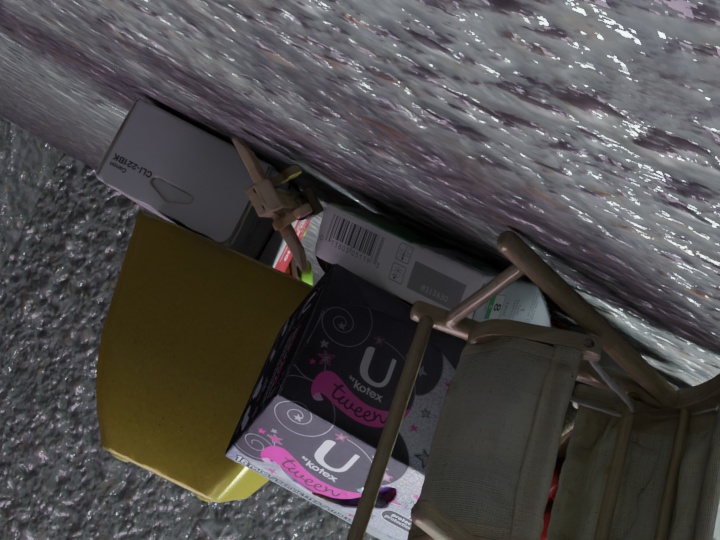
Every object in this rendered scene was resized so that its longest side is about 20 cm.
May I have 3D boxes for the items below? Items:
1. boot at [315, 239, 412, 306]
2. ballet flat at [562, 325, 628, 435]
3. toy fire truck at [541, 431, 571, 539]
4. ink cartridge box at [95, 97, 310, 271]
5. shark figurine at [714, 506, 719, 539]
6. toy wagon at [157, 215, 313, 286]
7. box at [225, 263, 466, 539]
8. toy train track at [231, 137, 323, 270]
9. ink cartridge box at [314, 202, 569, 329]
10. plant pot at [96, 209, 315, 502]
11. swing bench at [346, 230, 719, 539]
[{"bbox_3d":[0.000,0.000,1.198,0.096,0.075,0.199,16,174,39],"label":"boot"},{"bbox_3d":[0.135,0.098,0.978,0.067,0.046,0.200,45,-136,10],"label":"ballet flat"},{"bbox_3d":[0.187,0.182,1.063,0.128,0.177,0.201,6,-140,-47],"label":"toy fire truck"},{"bbox_3d":[-0.138,-0.072,1.254,0.143,0.084,0.200,27,178,12],"label":"ink cartridge box"},{"bbox_3d":[0.340,0.171,1.301,0.089,0.129,0.215,-5,137,35],"label":"shark figurine"},{"bbox_3d":[-0.125,0.001,1.359,0.153,0.202,0.040,-5,149,-7],"label":"toy wagon"},{"bbox_3d":[0.024,0.113,1.002,0.199,0.133,0.115,29,141,-8],"label":"box"},{"bbox_3d":[-0.052,-0.059,1.087,0.115,0.032,0.200,62,-172,2],"label":"toy train track"},{"bbox_3d":[0.083,0.003,1.075,0.160,0.051,0.199,26,-168,36],"label":"ink cartridge box"},{"bbox_3d":[-0.124,0.089,1.183,0.194,0.202,0.194,24,177,11],"label":"plant pot"},{"bbox_3d":[0.115,0.123,0.835,0.199,0.200,0.130,30,147,-13],"label":"swing bench"}]
